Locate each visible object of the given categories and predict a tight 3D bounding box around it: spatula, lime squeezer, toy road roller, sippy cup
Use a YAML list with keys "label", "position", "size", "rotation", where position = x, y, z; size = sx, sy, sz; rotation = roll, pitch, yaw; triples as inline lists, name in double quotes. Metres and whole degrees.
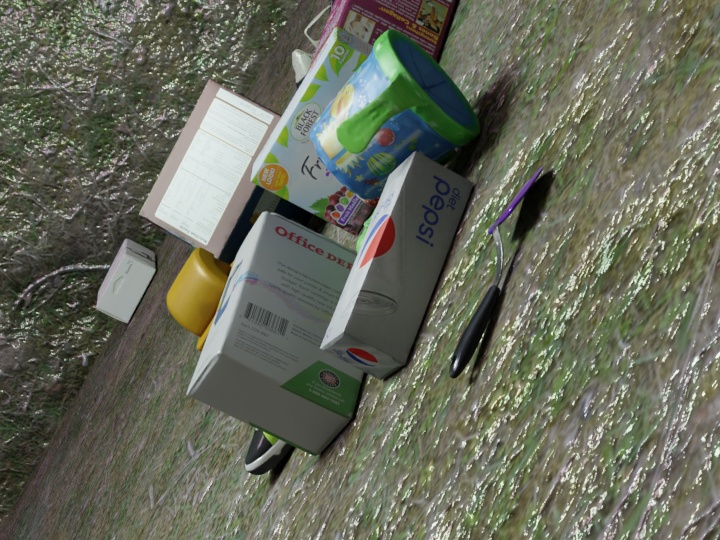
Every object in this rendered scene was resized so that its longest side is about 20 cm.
- label: "spatula"
  position: [0.107, -0.001, 1.327]
  size: [0.057, 0.021, 0.200]
  rotation: [128, 164, -62]
- label: "lime squeezer"
  position: [0.034, -0.043, 1.632]
  size: [0.071, 0.038, 0.200]
  rotation: [-11, 47, 42]
- label: "toy road roller"
  position: [-0.162, 0.058, 2.024]
  size: [0.123, 0.146, 0.200]
  rotation: [-57, 13, 24]
- label: "sippy cup"
  position: [0.026, -0.143, 1.629]
  size: [0.130, 0.178, 0.140]
  rotation: [-41, 50, 18]

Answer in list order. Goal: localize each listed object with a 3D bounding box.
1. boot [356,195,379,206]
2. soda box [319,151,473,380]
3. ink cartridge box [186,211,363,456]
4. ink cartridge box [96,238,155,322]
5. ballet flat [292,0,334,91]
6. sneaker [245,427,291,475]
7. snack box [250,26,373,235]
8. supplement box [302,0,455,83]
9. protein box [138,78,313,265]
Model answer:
- label: "boot"
  position: [0.031, -0.107, 1.783]
  size: [0.200, 0.075, 0.108]
  rotation: [-127, 27, -58]
- label: "soda box"
  position: [0.034, -0.005, 1.532]
  size: [0.063, 0.068, 0.200]
  rotation: [-38, 26, 62]
- label: "ink cartridge box"
  position: [-0.067, 0.059, 1.630]
  size: [0.088, 0.145, 0.200]
  rotation: [-52, 17, 46]
- label: "ink cartridge box"
  position: [-0.536, 0.023, 3.808]
  size: [0.146, 0.084, 0.200]
  rotation: [-61, 12, 7]
- label: "ballet flat"
  position: [-0.071, -0.364, 2.747]
  size: [0.200, 0.068, 0.068]
  rotation: [-63, 12, 1]
- label: "sneaker"
  position: [-0.088, 0.114, 1.745]
  size: [0.200, 0.083, 0.072]
  rotation: [-64, 12, -6]
- label: "snack box"
  position: [-0.017, -0.157, 1.893]
  size: [0.200, 0.142, 0.053]
  rotation: [-57, 13, 24]
- label: "supplement box"
  position: [0.024, -0.279, 2.021]
  size: [0.103, 0.131, 0.200]
  rotation: [-49, 17, 52]
- label: "protein box"
  position: [-0.152, -0.115, 2.189]
  size: [0.200, 0.135, 0.198]
  rotation: [-62, -22, 3]
